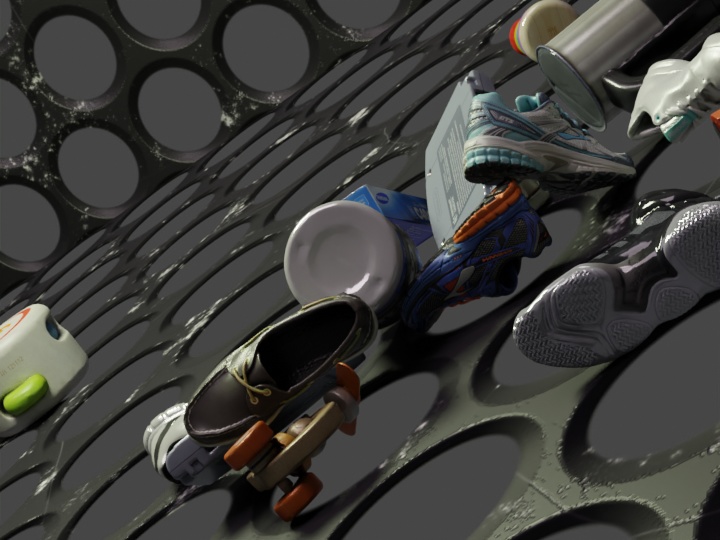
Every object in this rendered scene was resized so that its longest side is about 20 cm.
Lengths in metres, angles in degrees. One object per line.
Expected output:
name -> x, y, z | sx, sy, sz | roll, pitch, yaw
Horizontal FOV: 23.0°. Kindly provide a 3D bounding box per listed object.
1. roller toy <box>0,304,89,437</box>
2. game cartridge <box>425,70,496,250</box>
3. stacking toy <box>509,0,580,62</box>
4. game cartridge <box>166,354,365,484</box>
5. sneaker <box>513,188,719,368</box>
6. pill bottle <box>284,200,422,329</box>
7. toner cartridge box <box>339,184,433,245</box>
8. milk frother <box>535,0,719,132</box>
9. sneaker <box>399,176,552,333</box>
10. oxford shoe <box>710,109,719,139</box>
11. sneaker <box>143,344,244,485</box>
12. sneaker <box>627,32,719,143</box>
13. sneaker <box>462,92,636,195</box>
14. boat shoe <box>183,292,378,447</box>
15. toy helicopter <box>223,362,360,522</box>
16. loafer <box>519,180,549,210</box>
roller toy -> -0.515, 0.145, 2.655 | 0.200, 0.140, 0.183 | -24, 18, 47
game cartridge -> 0.110, -0.098, 1.817 | 0.201, 0.040, 0.134 | -97, 30, -49
stacking toy -> 0.238, -0.319, 2.374 | 0.085, 0.086, 0.200 | -38, 9, 0
game cartridge -> -0.087, 0.128, 1.664 | 0.200, 0.041, 0.133 | -39, -14, 2
sneaker -> 0.209, 0.002, 1.364 | 0.199, 0.076, 0.114 | -29, 14, 11
pill bottle -> 0.000, 0.000, 1.718 | 0.114, 0.114, 0.200 | -36, -10, 5
toner cartridge box -> 0.013, -0.043, 1.918 | 0.095, 0.043, 0.200 | -35, -13, 15
milk frother -> 0.278, -0.278, 1.855 | 0.188, 0.200, 0.180 | -40, 17, -7
sneaker -> 0.104, 0.003, 1.642 | 0.075, 0.078, 0.200 | -44, -4, -45
oxford shoe -> 0.340, -0.117, 1.426 | 0.072, 0.071, 0.200 | -32, 13, 4
sneaker -> -0.134, 0.149, 1.817 | 0.200, 0.074, 0.080 | -40, 27, 9
sneaker -> 0.318, -0.160, 1.663 | 0.089, 0.075, 0.200 | -55, 12, -17
sneaker -> 0.181, -0.123, 1.648 | 0.199, 0.087, 0.077 | 7, -14, -38
boat shoe -> -0.078, 0.085, 1.562 | 0.201, 0.072, 0.061 | -35, -14, 3
toy helicopter -> -0.049, 0.143, 1.573 | 0.132, 0.079, 0.200 | -45, 2, -5
loafer -> 0.137, -0.090, 1.885 | 0.072, 0.063, 0.200 | -42, 14, -14
